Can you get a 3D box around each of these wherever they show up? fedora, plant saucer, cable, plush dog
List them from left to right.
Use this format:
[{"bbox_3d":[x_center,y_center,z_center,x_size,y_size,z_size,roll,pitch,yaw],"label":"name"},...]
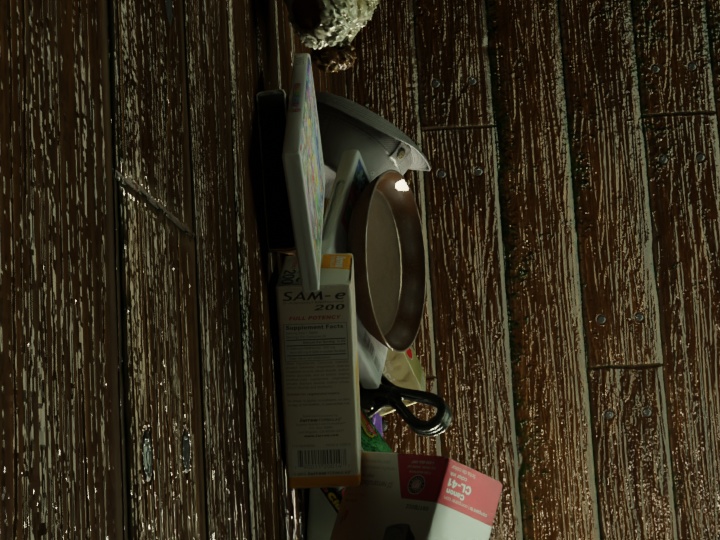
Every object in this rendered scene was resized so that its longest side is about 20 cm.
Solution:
[{"bbox_3d":[-0.025,-0.298,1.247,0.172,0.160,0.201,139,-62,-63],"label":"plush dog"},{"bbox_3d":[-0.015,-0.128,1.472,0.091,0.176,0.200,-65,159,-10],"label":"fedora"},{"bbox_3d":[0.027,-0.010,1.377,0.200,0.034,0.202,-3,90,-68],"label":"plant saucer"},{"bbox_3d":[0.030,0.147,1.413,0.097,0.199,0.050,-58,136,-32],"label":"cable"}]

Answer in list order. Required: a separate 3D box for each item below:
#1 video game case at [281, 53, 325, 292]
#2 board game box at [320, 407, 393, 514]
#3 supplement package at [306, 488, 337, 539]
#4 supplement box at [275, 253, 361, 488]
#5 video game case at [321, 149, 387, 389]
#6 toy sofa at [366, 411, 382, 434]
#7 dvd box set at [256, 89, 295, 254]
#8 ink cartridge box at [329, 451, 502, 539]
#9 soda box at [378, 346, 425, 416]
[{"bbox_3d":[-0.050,-0.095,1.159,0.200,0.018,0.144,-90,174,-56],"label":"video game case"},{"bbox_3d":[0.024,0.254,1.339,0.200,0.023,0.105,55,39,1],"label":"board game box"},{"bbox_3d":[0.003,0.310,1.465,0.200,0.113,0.110,83,8,-54],"label":"supplement package"},{"bbox_3d":[-0.039,0.094,1.213,0.126,0.073,0.201,-88,176,-77],"label":"supplement box"},{"bbox_3d":[0.000,0.000,1.383,0.200,0.023,0.183,65,30,-44],"label":"video game case"},{"bbox_3d":[0.006,0.176,1.685,0.083,0.097,0.201,37,29,-27],"label":"toy sofa"},{"bbox_3d":[-0.071,-0.090,1.221,0.200,0.029,0.147,-8,94,-87],"label":"dvd box set"},{"bbox_3d":[0.039,0.283,1.205,0.147,0.085,0.201,-7,-122,50],"label":"ink cartridge box"},{"bbox_3d":[0.015,0.079,1.575,0.064,0.067,0.201,-84,150,-67],"label":"soda box"}]
